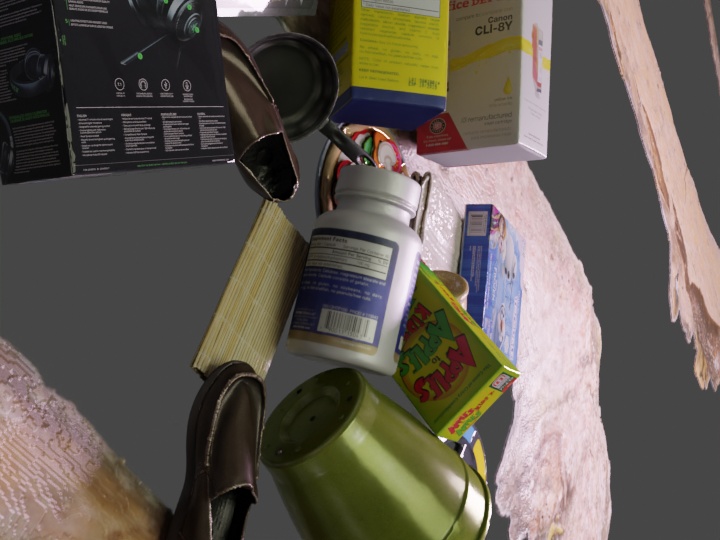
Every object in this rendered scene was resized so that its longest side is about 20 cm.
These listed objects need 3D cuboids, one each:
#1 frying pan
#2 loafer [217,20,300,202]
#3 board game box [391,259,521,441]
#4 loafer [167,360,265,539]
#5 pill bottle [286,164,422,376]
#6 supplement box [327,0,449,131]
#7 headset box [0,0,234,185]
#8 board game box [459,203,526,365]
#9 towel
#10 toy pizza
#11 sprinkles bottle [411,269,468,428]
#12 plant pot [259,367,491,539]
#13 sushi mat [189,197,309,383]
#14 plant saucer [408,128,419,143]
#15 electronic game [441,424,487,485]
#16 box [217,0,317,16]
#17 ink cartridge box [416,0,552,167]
[{"bbox_3d":[-0.046,-0.173,0.945,0.188,0.031,0.116,11,116,-31],"label":"frying pan"},{"bbox_3d":[-0.104,-0.143,0.872,0.073,0.071,0.201,-37,128,-5],"label":"loafer"},{"bbox_3d":[0.070,0.073,1.016,0.102,0.200,0.047,-48,144,12],"label":"board game box"},{"bbox_3d":[-0.115,0.183,0.848,0.073,0.070,0.202,22,73,-46],"label":"loafer"},{"bbox_3d":[0.000,0.000,0.983,0.119,0.119,0.202,25,75,-52],"label":"pill bottle"},{"bbox_3d":[0.028,-0.266,1.024,0.108,0.109,0.203,4,85,-17],"label":"supplement box"},{"bbox_3d":[-0.198,-0.176,0.738,0.173,0.092,0.203,-16,102,-54],"label":"headset box"},{"bbox_3d":[0.183,0.031,1.302,0.199,0.043,0.202,29,65,-65],"label":"board game box"},{"bbox_3d":[0.097,-0.028,1.190,0.200,0.034,0.134,42,55,-60],"label":"towel"},{"bbox_3d":[0.015,-0.082,1.101,0.199,0.031,0.203,2,88,-55],"label":"toy pizza"},{"bbox_3d":[0.095,0.100,1.134,0.068,0.068,0.202,-44,141,-47],"label":"sprinkles bottle"},{"bbox_3d":[0.001,0.209,0.955,0.194,0.199,0.201,54,46,-24],"label":"plant pot"},{"bbox_3d":[-0.103,0.035,0.942,0.096,0.012,0.202,50,50,-44],"label":"sushi mat"},{"bbox_3d":[0.098,-0.240,1.225,0.199,0.034,0.203,3,86,-56],"label":"plant saucer"},{"bbox_3d":[0.115,0.286,1.228,0.199,0.041,0.203,1,89,-56],"label":"electronic game"},{"bbox_3d":[-0.103,-0.320,0.872,0.199,0.048,0.160,-23,131,-53],"label":"box"},{"bbox_3d":[0.150,-0.237,1.146,0.083,0.144,0.203,11,79,-53],"label":"ink cartridge box"}]
